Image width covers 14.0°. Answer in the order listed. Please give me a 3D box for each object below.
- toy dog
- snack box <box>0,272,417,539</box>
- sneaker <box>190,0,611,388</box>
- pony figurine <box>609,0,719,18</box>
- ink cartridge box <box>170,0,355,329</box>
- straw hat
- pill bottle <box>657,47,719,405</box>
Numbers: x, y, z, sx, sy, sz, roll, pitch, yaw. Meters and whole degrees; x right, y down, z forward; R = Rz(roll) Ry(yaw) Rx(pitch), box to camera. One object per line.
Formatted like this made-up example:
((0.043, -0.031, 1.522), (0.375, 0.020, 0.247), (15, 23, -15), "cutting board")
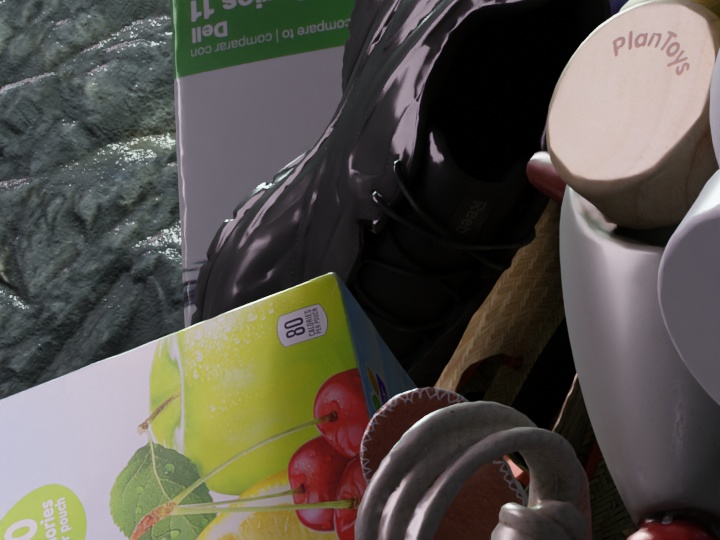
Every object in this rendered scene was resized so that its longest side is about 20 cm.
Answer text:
((0.053, 0.033, 0.659), (0.096, 0.132, 0.200), (-1, 45, 50), "toy dog")
((-0.071, 0.113, 0.713), (0.200, 0.169, 0.068), (-22, -39, 10), "snack box")
((0.010, -0.012, 0.827), (0.091, 0.076, 0.200), (-129, 59, -68), "sneaker")
((0.141, -0.122, 0.917), (0.200, 0.167, 0.193), (-40, 22, 7), "pony figurine")
((0.000, 0.000, 1.002), (0.147, 0.083, 0.200), (39, -136, -65), "ink cartridge box")
((0.066, 0.055, 0.821), (0.201, 0.085, 0.201), (-90, 26, -67), "straw hat")
((0.139, -0.051, 0.603), (0.200, 0.104, 0.104), (-52, 0, -33), "pill bottle")
